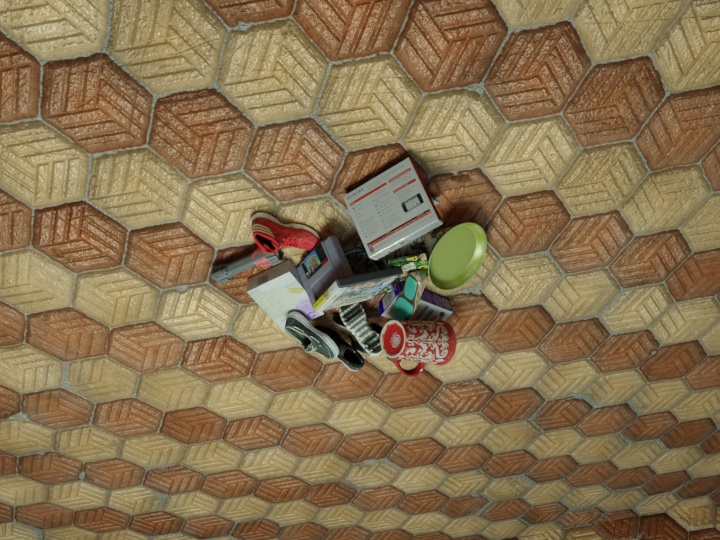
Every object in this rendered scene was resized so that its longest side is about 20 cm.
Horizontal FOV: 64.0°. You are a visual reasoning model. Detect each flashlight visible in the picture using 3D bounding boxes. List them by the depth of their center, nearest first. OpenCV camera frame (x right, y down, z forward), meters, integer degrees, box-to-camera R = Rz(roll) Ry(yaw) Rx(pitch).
[{"bbox_3d":[-0.309,-0.020,1.576,0.199,0.068,0.068,-22,129,18],"label":"flashlight"}]

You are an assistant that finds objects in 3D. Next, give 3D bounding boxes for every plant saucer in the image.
[{"bbox_3d":[0.254,-0.041,1.546,0.199,0.031,0.202,-17,126,-26],"label":"plant saucer"}]

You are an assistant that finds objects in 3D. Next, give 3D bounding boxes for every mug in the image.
[{"bbox_3d":[0.162,0.225,1.668,0.199,0.179,0.133,10,176,-39],"label":"mug"}]

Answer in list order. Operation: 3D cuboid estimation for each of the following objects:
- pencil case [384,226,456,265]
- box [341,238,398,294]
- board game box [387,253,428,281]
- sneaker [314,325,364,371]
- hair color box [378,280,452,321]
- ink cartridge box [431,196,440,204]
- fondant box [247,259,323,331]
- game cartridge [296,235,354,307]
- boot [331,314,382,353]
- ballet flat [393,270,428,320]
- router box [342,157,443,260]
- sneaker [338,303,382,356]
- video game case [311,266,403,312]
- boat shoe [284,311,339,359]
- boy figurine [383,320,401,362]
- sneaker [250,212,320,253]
[{"bbox_3d":[0.160,-0.064,1.587,0.198,0.078,0.090,-9,132,0],"label":"pencil case"},{"bbox_3d":[0.000,0.000,1.626,0.136,0.040,0.200,-16,134,29],"label":"box"},{"bbox_3d":[0.143,-0.006,1.599,0.104,0.024,0.200,-13,165,10],"label":"board game box"},{"bbox_3d":[-0.068,0.231,1.772,0.199,0.076,0.088,34,166,0],"label":"sneaker"},{"bbox_3d":[0.168,0.112,1.756,0.199,0.065,0.110,22,125,-23],"label":"hair color box"},{"bbox_3d":[0.107,-0.147,1.501,0.199,0.037,0.095,-27,170,18],"label":"ink cartridge box"},{"bbox_3d":[-0.215,0.077,1.676,0.143,0.059,0.200,-24,131,14],"label":"fondant box"},{"bbox_3d":[-0.101,0.004,1.551,0.038,0.130,0.200,-19,166,-40],"label":"game cartridge"},{"bbox_3d":[-0.020,0.207,1.807,0.199,0.075,0.097,21,123,-27],"label":"boot"},{"bbox_3d":[0.150,0.071,1.633,0.067,0.068,0.201,-31,157,-33],"label":"ballet flat"},{"bbox_3d":[0.079,-0.152,1.434,0.199,0.181,0.049,-28,164,17],"label":"router box"},{"bbox_3d":[-0.001,0.174,1.720,0.075,0.201,0.081,-29,161,-10],"label":"sneaker"},{"bbox_3d":[-0.010,0.051,1.535,0.199,0.026,0.181,-11,161,-31],"label":"video game case"},{"bbox_3d":[-0.150,0.208,1.689,0.200,0.071,0.072,41,136,-18],"label":"boat shoe"},{"bbox_3d":[0.115,0.212,1.806,0.124,0.064,0.201,-43,154,-23],"label":"boy figurine"},{"bbox_3d":[-0.196,-0.071,1.506,0.198,0.116,0.079,15,128,-20],"label":"sneaker"}]
